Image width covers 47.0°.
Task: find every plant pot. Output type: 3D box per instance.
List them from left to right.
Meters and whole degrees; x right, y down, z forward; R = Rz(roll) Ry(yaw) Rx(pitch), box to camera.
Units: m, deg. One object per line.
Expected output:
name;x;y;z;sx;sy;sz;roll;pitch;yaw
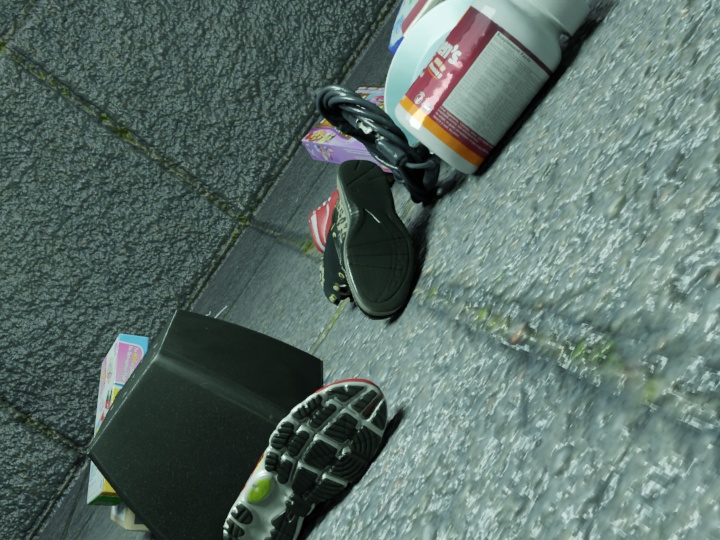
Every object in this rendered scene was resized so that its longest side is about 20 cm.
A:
plant pot;-0.167;0.160;0.876;0.200;0.177;0.200;-53;14;11

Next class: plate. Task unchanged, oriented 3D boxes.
plate;0.112;-0.230;0.984;0.199;0.025;0.203;-15;68;38

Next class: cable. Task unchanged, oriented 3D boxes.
cable;0.020;-0.141;0.945;0.051;0.162;0.200;-54;-6;2

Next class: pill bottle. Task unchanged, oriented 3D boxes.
pill bottle;0.133;-0.208;0.843;0.201;0.109;0.110;-52;13;15

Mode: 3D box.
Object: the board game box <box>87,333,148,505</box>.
board game box;-0.326;0.204;1.110;0.153;0.040;0.202;141;133;-58

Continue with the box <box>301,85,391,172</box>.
box;0.022;-0.206;1.174;0.137;0.039;0.199;-46;34;-19

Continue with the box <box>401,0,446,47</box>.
box;0.159;-0.353;1.068;0.200;0.127;0.109;-51;13;20

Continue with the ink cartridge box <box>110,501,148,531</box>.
ink cartridge box;-0.298;0.275;1.167;0.200;0.074;0.167;151;124;-64

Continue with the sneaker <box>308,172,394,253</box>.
sneaker;-0.012;-0.113;1.230;0.112;0.071;0.201;-30;31;56

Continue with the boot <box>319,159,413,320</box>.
boot;0.001;-0.001;0.911;0.155;0.073;0.205;106;159;-49

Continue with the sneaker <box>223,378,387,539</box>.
sneaker;-0.050;0.154;0.694;0.200;0.077;0.085;-50;8;21

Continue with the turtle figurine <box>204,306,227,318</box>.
turtle figurine;-0.211;0.162;1.203;0.201;0.100;0.150;-61;18;27

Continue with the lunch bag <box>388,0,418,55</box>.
lunch bag;0.144;-0.473;1.443;0.200;0.127;0.170;-51;9;-30
